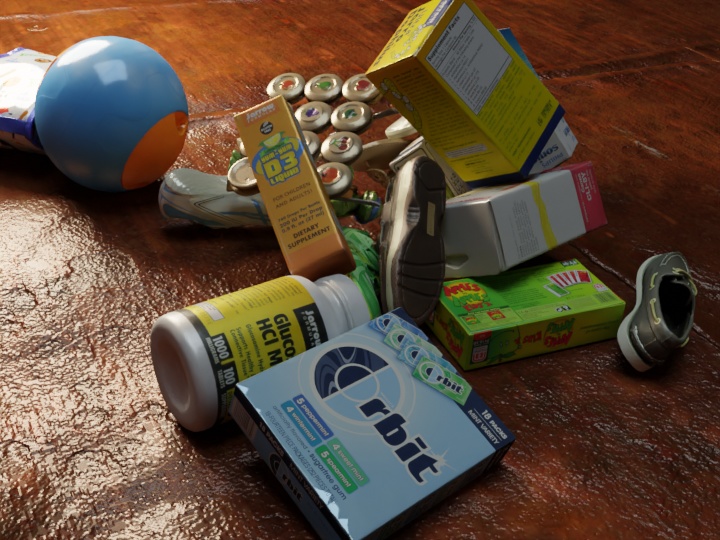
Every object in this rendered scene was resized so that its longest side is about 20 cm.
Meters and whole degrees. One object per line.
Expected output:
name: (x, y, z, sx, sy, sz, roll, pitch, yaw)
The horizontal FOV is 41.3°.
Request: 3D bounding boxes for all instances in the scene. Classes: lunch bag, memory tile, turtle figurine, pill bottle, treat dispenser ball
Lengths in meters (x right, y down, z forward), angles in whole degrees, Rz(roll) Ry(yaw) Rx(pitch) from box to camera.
lunch bag: (-0.481, -0.234, 1.370, 0.168, 0.125, 0.200, 14, 24, 14)
memory tile: (-0.063, -0.163, 1.120, 0.151, 0.017, 0.202, 5, 53, 17)
turtle figurine: (-0.056, -0.135, 1.154, 0.191, 0.146, 0.200, 14, -14, -1)
pill bottle: (-0.092, 0.070, 0.921, 0.198, 0.114, 0.112, -18, 37, -32)
treat dispenser ball: (-0.327, -0.205, 1.261, 0.198, 0.203, 0.202, 3, 31, -2)

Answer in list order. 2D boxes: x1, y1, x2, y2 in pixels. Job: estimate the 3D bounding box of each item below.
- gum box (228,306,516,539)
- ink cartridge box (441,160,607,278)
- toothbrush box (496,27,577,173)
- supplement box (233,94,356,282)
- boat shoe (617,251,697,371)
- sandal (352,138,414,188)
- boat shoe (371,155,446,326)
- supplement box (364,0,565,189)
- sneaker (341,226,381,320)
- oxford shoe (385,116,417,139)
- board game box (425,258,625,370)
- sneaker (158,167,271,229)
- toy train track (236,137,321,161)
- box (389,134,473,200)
gum box: (0.012, 0.137, 0.844, 0.199, 0.045, 0.170, -23, 60, -36)
ink cartridge box: (0.172, -0.060, 1.134, 0.199, 0.085, 0.144, -22, 10, -39)
toothbrush box: (0.219, -0.233, 1.348, 0.085, 0.201, 0.146, -32, 5, 22)
supplement box: (-0.072, -0.084, 1.018, 0.066, 0.069, 0.202, -24, 66, 3)
boat shoe: (0.341, 0.035, 1.057, 0.072, 0.060, 0.202, 48, 41, -6)
sandal: (0.069, -0.134, 1.325, 0.210, 0.077, 0.070, -7, 68, -44)
boat shoe: (0.049, -0.024, 1.052, 0.074, 0.074, 0.205, 30, 57, -30)
supplement box: (0.123, -0.206, 1.112, 0.109, 0.200, 0.109, -55, 24, -20)
sneaker: (0.000, 0.000, 1.086, 0.082, 0.075, 0.201, -6, 32, -9)
oxford shoe: (0.109, -0.234, 1.268, 0.199, 0.058, 0.075, -27, 14, 36)
board game box: (0.180, 0.045, 1.058, 0.197, 0.048, 0.102, -9, 33, -22)
sneaker: (-0.160, -0.083, 1.220, 0.197, 0.073, 0.072, 8, 46, -22)
toy train track: (-0.121, -0.151, 1.368, 0.114, 0.033, 0.200, -23, 34, -25)
box: (0.128, -0.147, 1.297, 0.060, 0.117, 0.200, -29, 11, 36)
